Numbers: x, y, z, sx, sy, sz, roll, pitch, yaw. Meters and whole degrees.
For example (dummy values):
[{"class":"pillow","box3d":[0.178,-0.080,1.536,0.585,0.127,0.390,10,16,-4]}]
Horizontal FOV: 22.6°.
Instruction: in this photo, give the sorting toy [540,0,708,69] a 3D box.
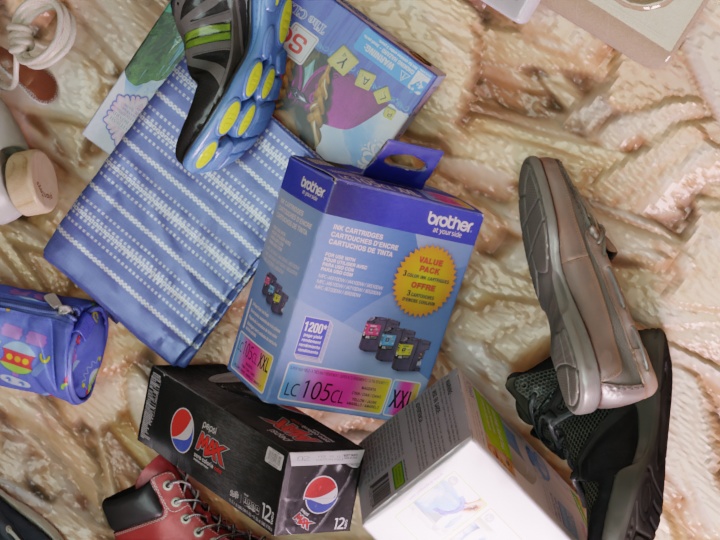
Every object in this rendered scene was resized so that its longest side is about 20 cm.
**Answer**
[{"class":"sorting toy","box3d":[0.189,-0.272,1.286,0.185,0.036,0.200,33,107,6]}]

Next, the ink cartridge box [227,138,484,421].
[{"class":"ink cartridge box","box3d":[0.000,0.000,1.301,0.136,0.076,0.200,11,101,-33]}]

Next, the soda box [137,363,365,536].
[{"class":"soda box","box3d":[-0.082,0.127,1.312,0.200,0.071,0.063,26,109,51]}]

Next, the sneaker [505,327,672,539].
[{"class":"sneaker","box3d":[0.159,0.130,1.282,0.114,0.076,0.200,-4,54,19]}]

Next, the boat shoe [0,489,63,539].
[{"class":"boat shoe","box3d":[-0.328,0.195,1.432,0.200,0.062,0.075,36,104,5]}]

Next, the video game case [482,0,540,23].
[{"class":"video game case","box3d":[0.093,-0.306,1.276,0.182,0.023,0.200,36,107,20]}]

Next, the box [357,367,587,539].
[{"class":"box","box3d":[0.098,0.188,1.290,0.101,0.113,0.200,-39,110,13]}]

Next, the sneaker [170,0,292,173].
[{"class":"sneaker","box3d":[-0.099,-0.166,1.292,0.083,0.071,0.200,10,86,21]}]

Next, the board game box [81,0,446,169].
[{"class":"board game box","box3d":[-0.074,-0.124,1.350,0.200,0.041,0.200,36,103,5]}]

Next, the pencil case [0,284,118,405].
[{"class":"pencil case","box3d":[-0.293,0.043,1.396,0.200,0.078,0.087,13,129,9]}]

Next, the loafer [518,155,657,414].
[{"class":"loafer","box3d":[0.160,0.008,1.287,0.063,0.072,0.200,-5,63,-10]}]

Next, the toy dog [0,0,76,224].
[{"class":"toy dog","box3d":[-0.279,-0.114,1.383,0.132,0.096,0.200,9,84,13]}]

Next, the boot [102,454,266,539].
[{"class":"boot","box3d":[-0.101,0.205,1.383,0.200,0.072,0.145,-12,93,18]}]

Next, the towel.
[{"class":"towel","box3d":[-0.130,-0.043,1.344,0.145,0.024,0.200,39,102,6]}]
